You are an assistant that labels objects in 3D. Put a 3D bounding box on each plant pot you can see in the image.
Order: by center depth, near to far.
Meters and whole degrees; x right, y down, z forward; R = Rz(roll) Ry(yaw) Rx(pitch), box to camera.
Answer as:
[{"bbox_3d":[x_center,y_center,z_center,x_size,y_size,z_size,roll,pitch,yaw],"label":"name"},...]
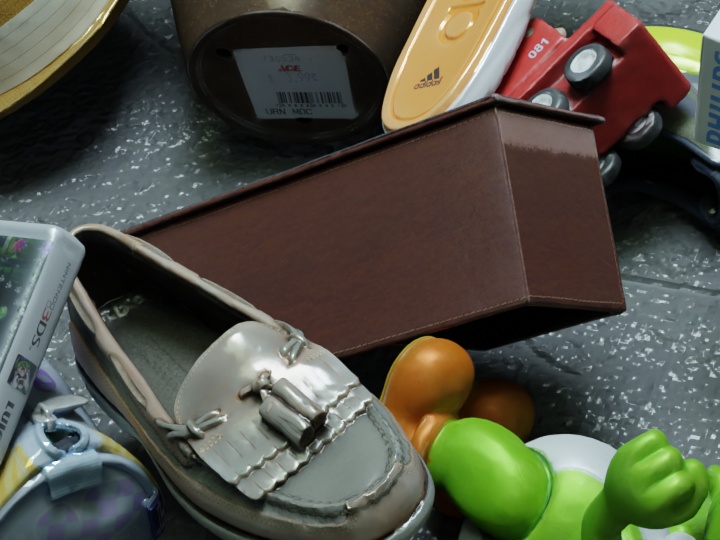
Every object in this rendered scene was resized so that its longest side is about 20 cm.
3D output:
[{"bbox_3d":[-0.019,-0.165,1.055,0.186,0.187,0.200,1,55,11],"label":"plant pot"}]

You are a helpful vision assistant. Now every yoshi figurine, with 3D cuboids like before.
[{"bbox_3d":[0.103,0.083,0.785,0.112,0.112,0.200,-31,48,-33],"label":"yoshi figurine"}]

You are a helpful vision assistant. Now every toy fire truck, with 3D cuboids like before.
[{"bbox_3d":[0.068,-0.083,0.973,0.200,0.049,0.141,-45,34,2],"label":"toy fire truck"}]

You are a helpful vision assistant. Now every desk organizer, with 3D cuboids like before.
[{"bbox_3d":[0.000,0.000,0.877,0.200,0.072,0.077,-18,75,37],"label":"desk organizer"}]

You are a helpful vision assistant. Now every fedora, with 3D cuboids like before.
[{"bbox_3d":[-0.192,-0.144,1.068,0.200,0.082,0.201,-24,39,21],"label":"fedora"}]

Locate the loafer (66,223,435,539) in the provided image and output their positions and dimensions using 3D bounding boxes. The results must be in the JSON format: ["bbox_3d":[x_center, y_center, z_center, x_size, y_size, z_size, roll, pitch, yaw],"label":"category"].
[{"bbox_3d":[-0.053,0.040,0.801,0.072,0.063,0.200,-37,37,-19],"label":"loafer"}]

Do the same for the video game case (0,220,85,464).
[{"bbox_3d":[-0.209,0.061,0.837,0.200,0.023,0.182,6,67,37],"label":"video game case"}]

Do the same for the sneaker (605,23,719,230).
[{"bbox_3d":[0.183,-0.051,0.959,0.199,0.074,0.081,4,48,26],"label":"sneaker"}]

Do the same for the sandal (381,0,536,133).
[{"bbox_3d":[0.051,-0.149,0.961,0.079,0.059,0.207,-7,50,45],"label":"sandal"}]

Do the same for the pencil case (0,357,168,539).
[{"bbox_3d":[-0.156,0.052,0.875,0.083,0.091,0.200,-27,43,-20],"label":"pencil case"}]

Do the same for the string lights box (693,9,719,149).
[{"bbox_3d":[0.233,-0.064,0.812,0.200,0.059,0.103,22,55,20],"label":"string lights box"}]
